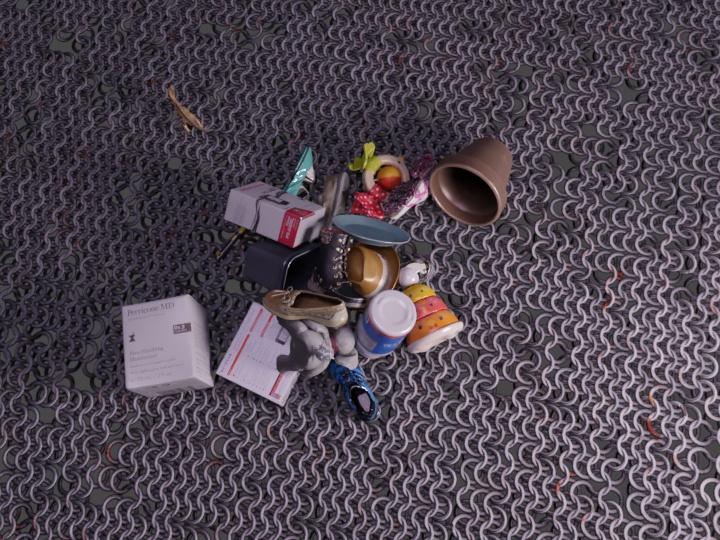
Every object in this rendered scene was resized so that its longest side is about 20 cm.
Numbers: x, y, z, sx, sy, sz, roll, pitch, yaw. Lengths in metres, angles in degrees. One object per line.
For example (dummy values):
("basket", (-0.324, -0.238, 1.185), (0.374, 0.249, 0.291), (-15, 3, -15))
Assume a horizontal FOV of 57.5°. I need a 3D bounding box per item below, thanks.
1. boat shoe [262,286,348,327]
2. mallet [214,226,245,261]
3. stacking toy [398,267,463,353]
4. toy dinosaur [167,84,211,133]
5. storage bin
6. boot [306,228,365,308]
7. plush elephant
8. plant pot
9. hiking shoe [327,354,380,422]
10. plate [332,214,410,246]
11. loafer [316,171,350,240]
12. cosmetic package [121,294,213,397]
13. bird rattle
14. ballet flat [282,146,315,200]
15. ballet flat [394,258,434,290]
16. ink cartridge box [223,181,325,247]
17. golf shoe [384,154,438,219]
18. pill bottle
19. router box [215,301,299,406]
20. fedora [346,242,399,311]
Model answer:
("boat shoe", (-0.123, 0.070, 1.452), (0.200, 0.063, 0.073), (9, 46, 14))
("mallet", (-0.304, -0.099, 1.718), (0.066, 0.041, 0.200), (30, 81, 15))
("stacking toy", (0.140, 0.085, 1.563), (0.146, 0.146, 0.200), (-25, 76, -4))
("toy dinosaur", (-0.471, -0.414, 1.790), (0.058, 0.101, 0.200), (-40, 74, -8))
("storage bin", (-0.185, -0.010, 1.608), (0.134, 0.200, 0.146), (24, 115, 22))
("boot", (-0.047, -0.005, 1.516), (0.203, 0.073, 0.154), (25, 105, 51))
("plush elephant", (-0.085, 0.162, 1.516), (0.200, 0.155, 0.165), (9, 104, 47))
("plant pot", (0.298, -0.239, 1.650), (0.200, 0.200, 0.175), (31, 60, 13))
("hiking shoe", (-0.015, 0.264, 1.555), (0.074, 0.087, 0.200), (-35, 74, -7))
("plate", (0.025, -0.095, 1.627), (0.200, 0.200, 0.026), (17, 110, 9))
("loafer", (-0.079, -0.162, 1.706), (0.070, 0.075, 0.200), (6, 70, 20))
("cosmetic package", (-0.458, 0.184, 1.571), (0.165, 0.165, 0.200), (-11, 72, 0))
("bird rattle", (0.054, -0.232, 1.701), (0.163, 0.113, 0.200), (-7, 75, -16))
("ballet flat", (-0.161, -0.231, 1.739), (0.070, 0.067, 0.200), (30, 76, -13))
("ballet flat", (0.088, 0.012, 1.635), (0.200, 0.072, 0.072), (-16, 72, -1))
("ink cartridge box", (-0.210, -0.141, 1.609), (0.200, 0.145, 0.083), (23, 112, 14))
("golf shoe", (0.141, -0.198, 1.682), (0.073, 0.092, 0.200), (25, 69, 44))
("pill bottle", (0.049, 0.133, 1.524), (0.112, 0.200, 0.112), (6, 63, -12))
("router box", (-0.226, 0.203, 1.609), (0.179, 0.049, 0.200), (24, 76, 11))
("fedora", (0.000, 0.000, 1.599), (0.200, 0.082, 0.201), (-17, 59, 31))
